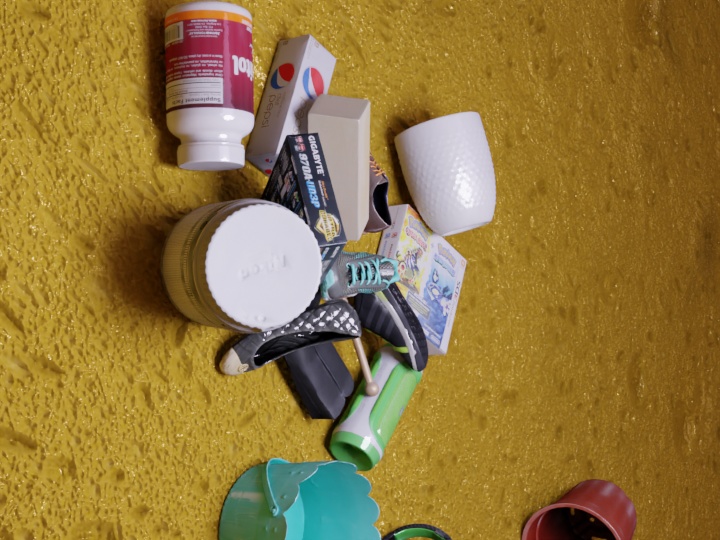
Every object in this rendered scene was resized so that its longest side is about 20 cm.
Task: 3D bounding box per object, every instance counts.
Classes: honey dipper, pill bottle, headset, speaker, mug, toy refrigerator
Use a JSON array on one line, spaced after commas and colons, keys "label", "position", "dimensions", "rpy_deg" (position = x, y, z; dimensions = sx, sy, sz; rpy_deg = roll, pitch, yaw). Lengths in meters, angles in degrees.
[{"label": "honey dipper", "position": [-0.011, 0.092, 1.619], "dimensions": [0.038, 0.038, 0.201], "rpy_deg": [-14, 84, -52]}, {"label": "pill bottle", "position": [-0.192, -0.233, 1.386], "dimensions": [0.113, 0.113, 0.201], "rpy_deg": [2, 86, -53]}, {"label": "headset", "position": [0.063, 0.476, 1.665], "dimensions": [0.200, 0.123, 0.094], "rpy_deg": [-32, 132, -34]}, {"label": "speaker", "position": [0.027, 0.205, 1.657], "dimensions": [0.089, 0.088, 0.200], "rpy_deg": [58, 46, -32]}, {"label": "mug", "position": [0.146, -0.149, 1.797], "dimensions": [0.200, 0.147, 0.176], "rpy_deg": [119, -45, -84]}, {"label": "toy refrigerator", "position": [-0.029, -0.148, 1.555], "dimensions": [0.070, 0.076, 0.200], "rpy_deg": [-66, 161, -52]}]

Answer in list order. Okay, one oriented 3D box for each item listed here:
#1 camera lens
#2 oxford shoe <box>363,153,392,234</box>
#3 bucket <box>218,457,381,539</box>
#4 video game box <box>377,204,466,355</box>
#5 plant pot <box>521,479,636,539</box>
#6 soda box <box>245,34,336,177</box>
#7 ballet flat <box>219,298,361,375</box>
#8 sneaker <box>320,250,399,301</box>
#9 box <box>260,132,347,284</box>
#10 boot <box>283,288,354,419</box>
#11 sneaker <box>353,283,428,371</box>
[{"label": "camera lens", "position": [-0.150, -0.006, 1.328], "dimensions": [0.159, 0.200, 0.161], "rpy_deg": [0, 90, -24]}, {"label": "oxford shoe", "position": [0.010, -0.157, 1.676], "dimensions": [0.071, 0.073, 0.201], "rpy_deg": [-23, 105, -51]}, {"label": "bucket", "position": [-0.082, 0.350, 1.457], "dimensions": [0.207, 0.134, 0.208], "rpy_deg": [5, 83, -53]}, {"label": "video game box", "position": [0.096, 0.018, 1.798], "dimensions": [0.200, 0.047, 0.183], "rpy_deg": [39, 54, -44]}, {"label": "plant pot", "position": [0.439, 0.509, 2.099], "dimensions": [0.195, 0.200, 0.201], "rpy_deg": [-23, 105, -60]}, {"label": "soda box", "position": [-0.098, -0.234, 1.550], "dimensions": [0.068, 0.064, 0.201], "rpy_deg": [37, 58, -45]}, {"label": "ballet flat", "position": [-0.094, 0.096, 1.453], "dimensions": [0.067, 0.200, 0.057], "rpy_deg": [84, -19, -61]}, {"label": "sneaker", "position": [0.000, 0.000, 1.519], "dimensions": [0.200, 0.091, 0.078], "rpy_deg": [-13, 96, -73]}, {"label": "box", "position": [-0.081, -0.063, 1.424], "dimensions": [0.046, 0.200, 0.159], "rpy_deg": [-7, 68, -20]}, {"label": "boot", "position": [-0.056, 0.093, 1.572], "dimensions": [0.165, 0.066, 0.200], "rpy_deg": [-48, 121, -33]}, {"label": "sneaker", "position": [0.032, 0.072, 1.661], "dimensions": [0.200, 0.083, 0.072], "rpy_deg": [61, 17, 0]}]
